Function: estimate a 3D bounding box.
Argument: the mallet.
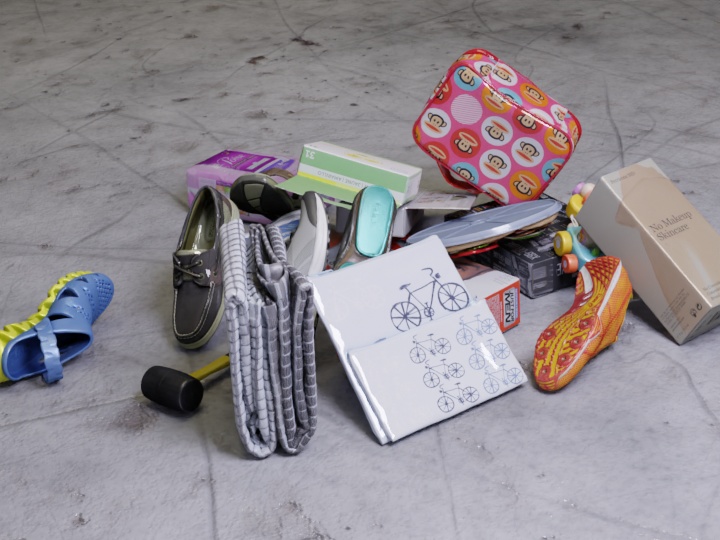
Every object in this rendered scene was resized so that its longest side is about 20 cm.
[{"bbox_3d":[-0.163,0.102,1.289,0.066,0.041,0.200,9,24,29],"label":"mallet"}]

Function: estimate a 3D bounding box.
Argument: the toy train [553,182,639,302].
[{"bbox_3d":[0.325,-0.056,1.423,0.150,0.056,0.200,25,48,11],"label":"toy train"}]

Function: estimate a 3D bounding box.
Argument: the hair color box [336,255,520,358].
[{"bbox_3d":[0.079,0.054,1.319,0.199,0.064,0.111,-24,31,-38],"label":"hair color box"}]

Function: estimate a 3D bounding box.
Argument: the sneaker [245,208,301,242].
[{"bbox_3d":[-0.130,-0.011,1.412,0.199,0.076,0.077,-29,25,3],"label":"sneaker"}]

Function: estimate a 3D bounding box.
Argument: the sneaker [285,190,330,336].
[{"bbox_3d":[-0.078,0.002,1.306,0.079,0.201,0.074,11,-16,-2],"label":"sneaker"}]

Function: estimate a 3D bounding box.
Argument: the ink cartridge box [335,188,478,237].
[{"bbox_3d":[0.071,-0.083,1.567,0.175,0.045,0.200,4,12,10],"label":"ink cartridge box"}]

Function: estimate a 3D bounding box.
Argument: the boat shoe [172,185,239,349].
[{"bbox_3d":[-0.195,-0.008,1.368,0.071,0.066,0.202,-3,62,26],"label":"boat shoe"}]

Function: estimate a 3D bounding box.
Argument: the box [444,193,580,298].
[{"bbox_3d":[0.229,-0.041,1.510,0.157,0.050,0.200,-17,29,-26],"label":"box"}]

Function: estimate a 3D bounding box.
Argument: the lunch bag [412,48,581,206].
[{"bbox_3d":[0.173,-0.174,1.519,0.200,0.176,0.082,36,38,-1],"label":"lunch bag"}]

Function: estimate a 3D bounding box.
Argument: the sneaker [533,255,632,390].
[{"bbox_3d":[0.255,0.067,1.267,0.073,0.077,0.200,-3,36,45],"label":"sneaker"}]

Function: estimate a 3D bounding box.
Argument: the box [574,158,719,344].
[{"bbox_3d":[0.351,-0.025,1.325,0.095,0.078,0.200,-22,63,-31],"label":"box"}]

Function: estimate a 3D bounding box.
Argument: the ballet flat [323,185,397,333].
[{"bbox_3d":[0.000,0.000,1.277,0.068,0.068,0.201,21,61,-6],"label":"ballet flat"}]

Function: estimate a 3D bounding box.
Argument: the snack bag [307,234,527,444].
[{"bbox_3d":[0.058,0.063,1.213,0.188,0.021,0.201,-18,71,-27],"label":"snack bag"}]

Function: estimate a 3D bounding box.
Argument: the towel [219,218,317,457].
[{"bbox_3d":[-0.093,0.064,1.163,0.085,0.201,0.166,-6,27,-7],"label":"towel"}]

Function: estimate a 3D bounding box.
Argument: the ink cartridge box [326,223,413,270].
[{"bbox_3d":[0.000,-0.028,1.514,0.199,0.050,0.162,-19,30,-23],"label":"ink cartridge box"}]

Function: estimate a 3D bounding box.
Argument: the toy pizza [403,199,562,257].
[{"bbox_3d":[0.151,-0.046,1.408,0.199,0.032,0.200,-15,8,2],"label":"toy pizza"}]

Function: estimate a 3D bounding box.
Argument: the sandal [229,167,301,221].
[{"bbox_3d":[-0.110,-0.100,1.474,0.079,0.058,0.201,2,-7,16],"label":"sandal"}]

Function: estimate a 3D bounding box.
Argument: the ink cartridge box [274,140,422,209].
[{"bbox_3d":[-0.011,-0.117,1.440,0.145,0.048,0.200,17,12,9],"label":"ink cartridge box"}]

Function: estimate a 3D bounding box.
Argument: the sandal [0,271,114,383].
[{"bbox_3d":[-0.343,0.071,1.330,0.087,0.080,0.200,12,38,22],"label":"sandal"}]

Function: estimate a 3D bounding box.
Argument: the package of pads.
[{"bbox_3d":[-0.146,-0.124,1.700,0.199,0.076,0.120,12,27,29],"label":"package of pads"}]
